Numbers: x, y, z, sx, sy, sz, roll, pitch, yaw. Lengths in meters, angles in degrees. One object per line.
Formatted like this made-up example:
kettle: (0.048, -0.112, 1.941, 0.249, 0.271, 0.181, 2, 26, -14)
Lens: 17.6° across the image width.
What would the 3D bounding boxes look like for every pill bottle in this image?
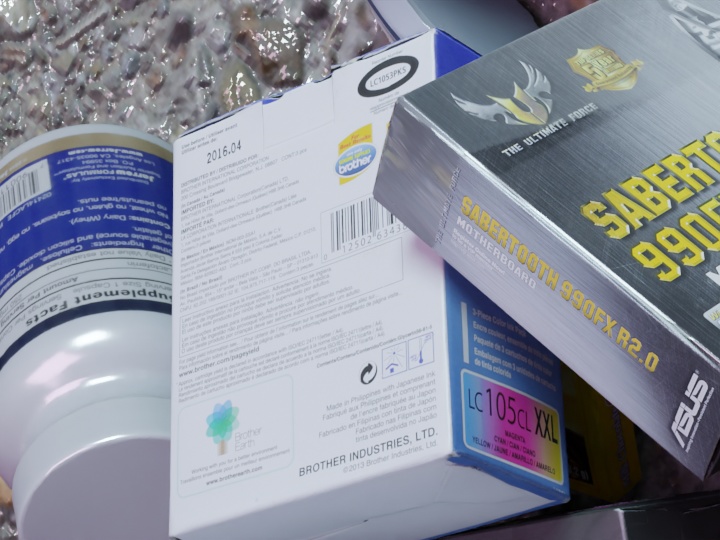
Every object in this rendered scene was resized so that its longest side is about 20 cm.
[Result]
pill bottle: (-0.108, 0.038, 1.001, 0.116, 0.115, 0.201, -49, 33, 26)

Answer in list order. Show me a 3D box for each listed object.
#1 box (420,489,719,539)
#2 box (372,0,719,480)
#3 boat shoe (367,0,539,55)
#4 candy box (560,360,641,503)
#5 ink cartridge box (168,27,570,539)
box: (0.064, 0.173, 0.910, 0.199, 0.124, 0.149, -16, 80, 37)
box: (0.129, -0.032, 0.811, 0.158, 0.199, 0.048, 42, 138, 25)
boat shoe: (0.054, -0.048, 0.961, 0.202, 0.074, 0.086, 49, 124, 18)
candy box: (0.024, 0.025, 0.969, 0.199, 0.026, 0.103, 16, 130, 39)
ink cartridge box: (0.000, 0.000, 0.879, 0.136, 0.076, 0.201, -19, 62, 34)
